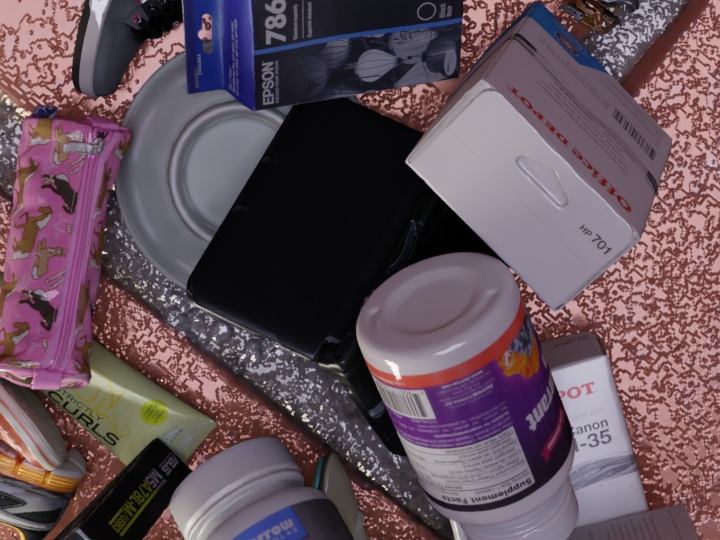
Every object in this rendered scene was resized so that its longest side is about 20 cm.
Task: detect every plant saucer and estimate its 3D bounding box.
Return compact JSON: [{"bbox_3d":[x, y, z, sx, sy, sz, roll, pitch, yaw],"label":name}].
[{"bbox_3d":[-0.086,-0.071,1.294,0.198,0.050,0.202,0,98,2],"label":"plant saucer"}]

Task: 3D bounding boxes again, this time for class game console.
[{"bbox_3d":[0.000,0.000,1.251,0.201,0.116,0.176,-61,137,-28],"label":"game console"}]

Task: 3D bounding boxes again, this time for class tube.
[{"bbox_3d":[-0.206,0.081,1.321,0.200,0.058,0.052,40,58,-9],"label":"tube"}]

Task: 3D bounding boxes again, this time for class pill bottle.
[{"bbox_3d":[-0.047,0.224,1.226,0.113,0.114,0.201,-36,67,6],"label":"pill bottle"},{"bbox_3d":[0.080,0.098,1.178,0.110,0.112,0.201,-21,121,4],"label":"pill bottle"}]

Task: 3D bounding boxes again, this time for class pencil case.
[{"bbox_3d":[-0.217,-0.013,1.260,0.082,0.087,0.202,7,80,11],"label":"pencil case"}]

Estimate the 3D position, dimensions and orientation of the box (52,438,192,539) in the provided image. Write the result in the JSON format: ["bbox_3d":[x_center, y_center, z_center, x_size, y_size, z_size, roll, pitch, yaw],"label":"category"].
[{"bbox_3d":[-0.220,0.225,1.255,0.047,0.193,0.200,44,105,-5],"label":"box"}]

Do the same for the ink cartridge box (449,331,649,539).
[{"bbox_3d":[0.135,0.164,1.307,0.145,0.083,0.202,-15,98,4],"label":"ink cartridge box"}]

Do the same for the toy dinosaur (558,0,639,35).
[{"bbox_3d":[0.144,-0.270,1.241,0.135,0.102,0.201,-31,100,18],"label":"toy dinosaur"}]

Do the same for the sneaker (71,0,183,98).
[{"bbox_3d":[-0.119,-0.200,1.263,0.120,0.084,0.202,25,97,7],"label":"sneaker"}]

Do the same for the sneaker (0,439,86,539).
[{"bbox_3d":[-0.309,0.146,1.320,0.198,0.078,0.078,21,109,0],"label":"sneaker"}]

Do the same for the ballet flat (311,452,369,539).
[{"bbox_3d":[-0.022,0.235,1.332,0.069,0.070,0.202,14,107,-1],"label":"ballet flat"}]

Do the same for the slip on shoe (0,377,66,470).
[{"bbox_3d":[-0.297,0.085,1.298,0.199,0.074,0.061,37,90,10],"label":"slip on shoe"}]

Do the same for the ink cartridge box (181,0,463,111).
[{"bbox_3d":[-0.025,-0.170,1.238,0.198,0.039,0.100,-11,131,-12],"label":"ink cartridge box"}]

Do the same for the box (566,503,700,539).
[{"bbox_3d":[0.146,0.246,1.215,0.198,0.124,0.098,-14,101,4],"label":"box"}]

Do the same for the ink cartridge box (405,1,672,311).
[{"bbox_3d":[0.128,-0.083,1.205,0.146,0.200,0.086,45,119,-5],"label":"ink cartridge box"}]
